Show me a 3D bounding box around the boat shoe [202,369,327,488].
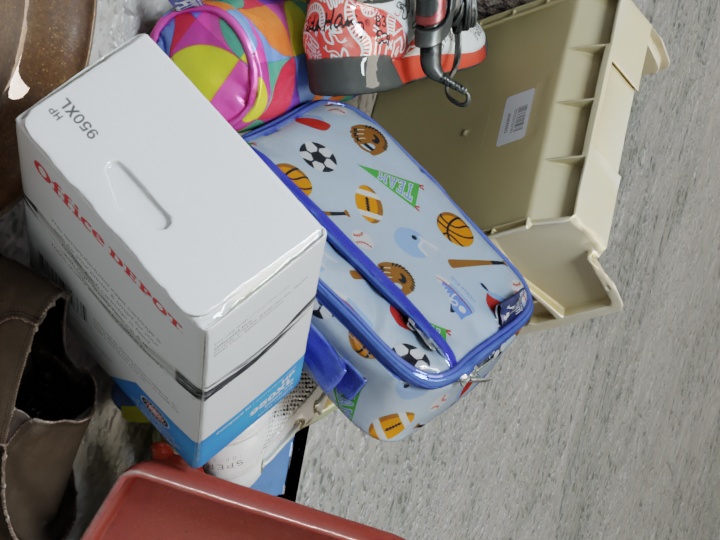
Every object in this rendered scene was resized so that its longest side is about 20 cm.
[{"bbox_3d":[-0.047,0.060,1.269,0.200,0.070,0.070,-49,138,-49],"label":"boat shoe"}]

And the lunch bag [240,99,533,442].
[{"bbox_3d":[0.000,0.000,1.228,0.160,0.200,0.076,-30,161,-53],"label":"lunch bag"}]

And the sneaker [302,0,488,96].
[{"bbox_3d":[0.025,-0.173,1.307,0.201,0.067,0.109,-26,116,-61],"label":"sneaker"}]

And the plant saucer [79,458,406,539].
[{"bbox_3d":[-0.079,0.189,1.238,0.200,0.199,0.037,-56,-158,38],"label":"plant saucer"}]

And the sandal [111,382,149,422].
[{"bbox_3d":[-0.097,0.017,1.321,0.200,0.079,0.087,-56,133,-45],"label":"sandal"}]

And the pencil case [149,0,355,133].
[{"bbox_3d":[-0.060,-0.130,1.298,0.200,0.088,0.089,-20,121,-64],"label":"pencil case"}]

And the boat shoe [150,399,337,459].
[{"bbox_3d":[-0.051,0.064,1.376,0.200,0.072,0.076,-43,158,-30],"label":"boat shoe"}]

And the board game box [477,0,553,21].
[{"bbox_3d":[0.075,-0.208,1.467,0.200,0.159,0.097,63,41,-57],"label":"board game box"}]

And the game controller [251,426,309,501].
[{"bbox_3d":[-0.067,0.101,1.467,0.104,0.042,0.201,-5,106,-67],"label":"game controller"}]

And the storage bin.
[{"bbox_3d":[0.092,-0.063,1.380,0.094,0.198,0.201,43,48,-34],"label":"storage bin"}]

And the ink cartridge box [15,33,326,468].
[{"bbox_3d":[-0.098,-0.005,1.099,0.084,0.145,0.200,-38,165,-20],"label":"ink cartridge box"}]

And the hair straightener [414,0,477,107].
[{"bbox_3d":[0.060,-0.196,1.266,0.077,0.041,0.201,-2,89,-63],"label":"hair straightener"}]

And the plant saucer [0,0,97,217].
[{"bbox_3d":[-0.195,-0.119,1.043,0.200,0.036,0.202,14,90,-69],"label":"plant saucer"}]

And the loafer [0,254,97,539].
[{"bbox_3d":[-0.179,0.081,1.148,0.073,0.071,0.201,-54,149,-43],"label":"loafer"}]

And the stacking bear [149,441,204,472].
[{"bbox_3d":[-0.099,0.192,1.336,0.122,0.113,0.200,-97,171,-45],"label":"stacking bear"}]
